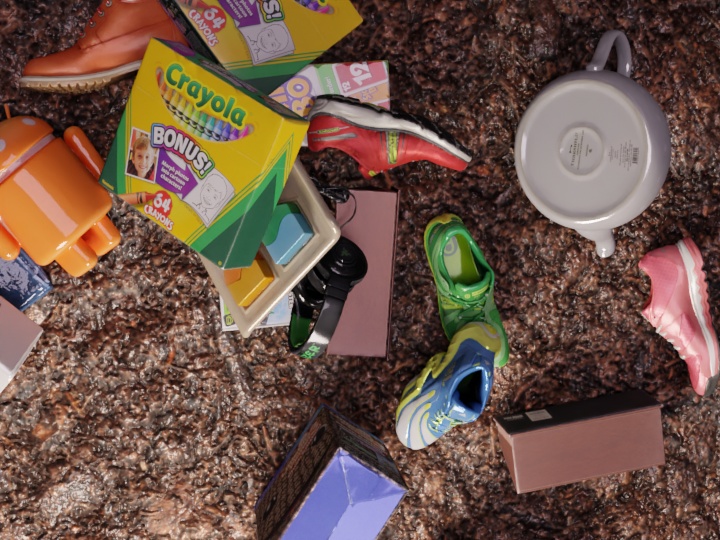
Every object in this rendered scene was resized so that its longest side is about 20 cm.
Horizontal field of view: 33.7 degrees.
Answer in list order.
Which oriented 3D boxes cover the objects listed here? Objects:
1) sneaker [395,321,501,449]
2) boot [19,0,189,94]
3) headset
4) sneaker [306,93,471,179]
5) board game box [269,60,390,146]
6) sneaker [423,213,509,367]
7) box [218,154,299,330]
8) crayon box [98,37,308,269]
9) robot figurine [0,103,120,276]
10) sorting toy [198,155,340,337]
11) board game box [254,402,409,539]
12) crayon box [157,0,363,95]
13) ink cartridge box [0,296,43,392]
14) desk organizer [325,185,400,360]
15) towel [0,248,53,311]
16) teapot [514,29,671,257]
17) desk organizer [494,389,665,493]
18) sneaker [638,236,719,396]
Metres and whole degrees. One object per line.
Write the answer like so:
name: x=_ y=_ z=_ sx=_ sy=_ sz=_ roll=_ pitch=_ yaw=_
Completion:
sneaker: x=0.098 y=0.156 z=1.417 sx=0.075 sy=0.105 sz=0.201 roll=25 pitch=118 yaw=-8
boot: x=-0.294 y=-0.259 z=1.350 sx=0.197 sy=0.075 sz=0.109 roll=-15 pitch=97 yaw=-15
headset: x=-0.051 y=-0.004 z=1.334 sx=0.093 sy=0.123 sz=0.203 roll=20 pitch=70 yaw=-17
sneaker: x=0.031 y=-0.145 z=1.393 sx=0.197 sy=0.077 sz=0.086 roll=16 pitch=107 yaw=-5
board game box: x=-0.063 y=-0.196 z=1.412 sx=0.197 sy=0.030 sz=0.097 roll=-4 pitch=98 yaw=-5
sneaker: x=0.128 y=0.032 z=1.441 sx=0.073 sy=0.084 sz=0.202 roll=-23 pitch=101 yaw=-5
box: x=-0.120 y=-0.035 z=1.420 sx=0.108 sy=0.035 sz=0.203 roll=-5 pitch=98 yaw=-8
crayon box: x=-0.172 y=-0.127 z=1.281 sx=0.199 sy=0.058 sz=0.174 roll=32 pitch=109 yaw=25
robot figurine: x=-0.360 y=-0.087 z=1.336 sx=0.143 sy=0.117 sz=0.201 roll=-38 pitch=101 yaw=8
sorting toy: x=-0.123 y=-0.054 z=1.320 sx=0.200 sy=0.036 sz=0.186 roll=-47 pitch=63 yaw=33
board game box: x=-0.039 y=0.267 z=1.389 sx=0.096 sy=0.200 sz=0.161 roll=33 pitch=92 yaw=-10
crayon box: x=-0.124 y=-0.311 z=1.347 sx=0.172 sy=0.058 sz=0.201 roll=-40 pitch=101 yaw=-17
ink cartridge box: x=-0.477 y=0.067 z=1.326 sx=0.199 sy=0.085 sz=0.145 roll=40 pitch=127 yaw=-12
desk organizer: x=0.000 y=0.000 z=1.425 sx=0.076 sy=0.072 sz=0.203 roll=3 pitch=97 yaw=-6
towel: x=-0.452 y=-0.028 z=1.366 sx=0.111 sy=0.049 sz=0.201 roll=-37 pitch=101 yaw=-1
teapot: x=0.285 y=-0.147 z=1.413 sx=0.200 sy=0.145 sz=0.198 roll=-44 pitch=74 yaw=28
desk organizer: x=0.275 y=0.212 z=1.486 sx=0.197 sy=0.072 sz=0.078 roll=-10 pitch=101 yaw=-7
sneaker: x=0.399 y=0.063 z=1.502 sx=0.085 sy=0.074 sz=0.203 roll=-11 pitch=96 yaw=7
